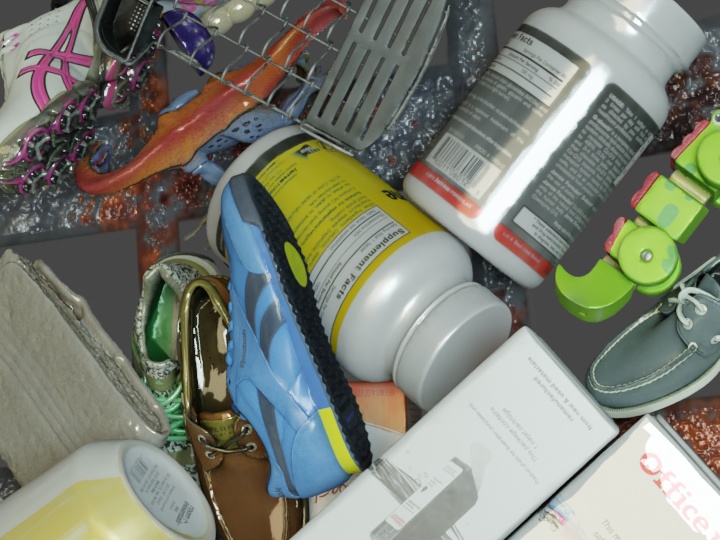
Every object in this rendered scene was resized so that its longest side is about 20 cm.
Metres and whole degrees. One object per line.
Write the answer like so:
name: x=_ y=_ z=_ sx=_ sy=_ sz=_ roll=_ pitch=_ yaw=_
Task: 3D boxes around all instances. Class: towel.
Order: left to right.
towel: x=-0.215 y=0.091 z=1.080 sx=0.200 sy=0.034 sz=0.133 roll=48 pitch=121 yaw=28

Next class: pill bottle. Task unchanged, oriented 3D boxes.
pill bottle: x=0.000 y=0.000 z=1.015 sx=0.200 sy=0.112 sz=0.113 roll=40 pitch=94 yaw=28
pill bottle: x=0.129 y=-0.098 z=1.013 sx=0.116 sy=0.116 sz=0.200 roll=39 pitch=93 yaw=15

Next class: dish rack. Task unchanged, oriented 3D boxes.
dish rack: x=-0.050 y=-0.168 z=0.970 sx=0.199 sy=0.055 sz=0.154 roll=28 pitch=107 yaw=2

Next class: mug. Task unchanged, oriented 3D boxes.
mug: x=-0.164 y=0.199 z=0.958 sx=0.153 sy=0.149 sz=0.187 roll=-42 pitch=52 yaw=14

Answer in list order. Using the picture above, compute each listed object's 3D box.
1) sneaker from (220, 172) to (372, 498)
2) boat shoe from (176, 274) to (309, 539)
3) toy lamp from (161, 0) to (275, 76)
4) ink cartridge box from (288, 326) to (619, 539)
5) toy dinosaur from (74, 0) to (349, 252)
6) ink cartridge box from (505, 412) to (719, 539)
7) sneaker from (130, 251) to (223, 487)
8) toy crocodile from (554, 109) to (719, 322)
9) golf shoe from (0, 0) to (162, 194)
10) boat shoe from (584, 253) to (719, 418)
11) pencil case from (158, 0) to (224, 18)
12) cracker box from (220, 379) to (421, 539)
sneaker: x=-0.060 y=0.043 z=0.944 sx=0.078 sy=0.066 sz=0.201 roll=-19 pitch=90 yaw=16
boat shoe: x=-0.086 y=0.102 z=1.008 sx=0.071 sy=0.068 sz=0.201 roll=-17 pitch=80 yaw=10
toy lamp: x=-0.044 y=-0.212 z=1.089 sx=0.199 sy=0.058 sz=0.058 roll=-35 pitch=76 yaw=-4
ink cartridge box: x=0.056 y=0.132 z=0.931 sx=0.200 sy=0.144 sz=0.084 roll=-42 pitch=80 yaw=4
toy dinosaur: x=-0.112 y=-0.112 z=1.065 sx=0.181 sy=0.201 sz=0.105 roll=-22 pitch=59 yaw=-21
ink cartridge box: x=0.157 y=0.206 z=0.952 sx=0.200 sy=0.145 sz=0.147 roll=-42 pitch=78 yaw=6
sneaker: x=-0.135 y=0.083 z=1.071 sx=0.076 sy=0.089 sz=0.202 roll=-6 pitch=82 yaw=13
toy crocodile: x=0.207 y=-0.045 z=1.011 sx=0.062 sy=0.067 sz=0.200 roll=40 pitch=94 yaw=16
golf shoe: x=-0.213 y=-0.122 z=1.041 sx=0.092 sy=0.200 sz=0.073 roll=23 pitch=130 yaw=5
boat shoe: x=0.222 y=0.018 z=0.990 sx=0.199 sy=0.062 sz=0.073 roll=-34 pitch=41 yaw=3
pencil case: x=-0.146 y=-0.244 z=1.060 sx=0.090 sy=0.200 sz=0.084 roll=1 pitch=77 yaw=7
cracker box: x=-0.025 y=0.177 z=1.048 sx=0.133 sy=0.058 sz=0.202 roll=-4 pitch=83 yaw=14
